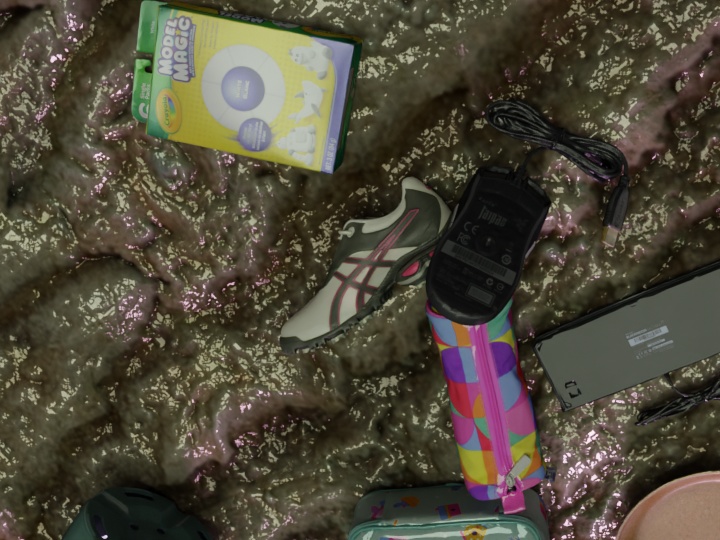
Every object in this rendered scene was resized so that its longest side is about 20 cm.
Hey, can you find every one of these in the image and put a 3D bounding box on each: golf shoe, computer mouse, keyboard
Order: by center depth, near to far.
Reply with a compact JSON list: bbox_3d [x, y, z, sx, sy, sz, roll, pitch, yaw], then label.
[{"bbox_3d":[0.142,-0.033,0.834,0.140,0.046,0.201,21,76,2],"label":"computer mouse"},{"bbox_3d":[0.268,0.078,0.895,0.200,0.021,0.127,-24,97,18],"label":"keyboard"},{"bbox_3d":[0.000,0.000,0.896,0.200,0.077,0.088,-35,92,10],"label":"golf shoe"}]

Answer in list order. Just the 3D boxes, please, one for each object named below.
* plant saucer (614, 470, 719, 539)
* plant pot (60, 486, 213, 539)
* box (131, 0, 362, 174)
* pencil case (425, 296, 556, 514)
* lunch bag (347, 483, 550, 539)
[{"bbox_3d":[0.337,0.268,0.938,0.199,0.035,0.201,3,110,9],"label":"plant saucer"},{"bbox_3d":[-0.248,0.340,1.000,0.200,0.200,0.196,31,104,-1],"label":"plant pot"},{"bbox_3d":[-0.106,-0.163,0.869,0.199,0.048,0.118,13,110,8],"label":"box"},{"bbox_3d":[0.116,0.111,0.901,0.088,0.088,0.201,-11,105,14],"label":"pencil case"},{"bbox_3d":[0.093,0.293,0.970,0.199,0.077,0.161,-5,108,12],"label":"lunch bag"}]
